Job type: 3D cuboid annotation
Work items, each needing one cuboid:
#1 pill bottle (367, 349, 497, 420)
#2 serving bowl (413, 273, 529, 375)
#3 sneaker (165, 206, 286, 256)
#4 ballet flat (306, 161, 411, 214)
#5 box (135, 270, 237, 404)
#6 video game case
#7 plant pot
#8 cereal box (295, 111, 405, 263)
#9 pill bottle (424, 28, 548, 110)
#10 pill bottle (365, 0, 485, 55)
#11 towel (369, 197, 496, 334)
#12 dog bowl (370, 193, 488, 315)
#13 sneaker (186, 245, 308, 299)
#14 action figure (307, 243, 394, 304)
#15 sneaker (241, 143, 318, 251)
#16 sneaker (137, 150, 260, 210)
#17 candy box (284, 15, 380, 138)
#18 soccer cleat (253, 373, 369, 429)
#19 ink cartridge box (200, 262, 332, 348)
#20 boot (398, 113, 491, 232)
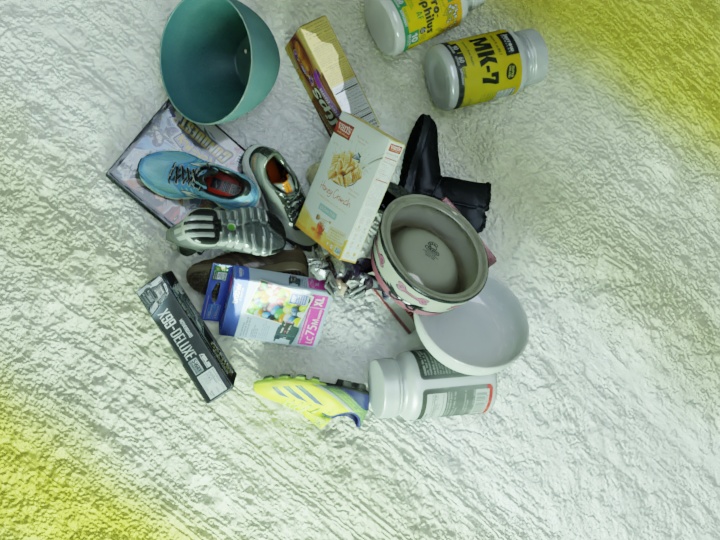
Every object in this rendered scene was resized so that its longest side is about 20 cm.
[{"bbox_3d":[0.118,0.188,1.741,0.196,0.114,0.116,-3,85,-17],"label":"pill bottle"},{"bbox_3d":[0.173,0.092,1.711,0.197,0.066,0.203,11,50,-13],"label":"serving bowl"},{"bbox_3d":[-0.220,-0.057,1.652,0.198,0.114,0.077,8,75,-43],"label":"sneaker"},{"bbox_3d":[0.002,-0.139,1.745,0.197,0.057,0.068,19,93,9],"label":"ballet flat"},{"bbox_3d":[-0.264,0.099,1.608,0.049,0.158,0.202,-32,94,-3],"label":"box"},{"bbox_3d":[-0.280,-0.159,1.700,0.199,0.025,0.182,40,75,-10],"label":"video game case"},{"bbox_3d":[-0.205,-0.337,1.672,0.134,0.198,0.204,-13,88,-54],"label":"plant pot"},{"bbox_3d":[-0.019,-0.132,1.632,0.039,0.143,0.203,13,105,-39],"label":"cereal box"},{"bbox_3d":[0.221,-0.355,1.827,0.197,0.114,0.116,-17,89,-18],"label":"pill bottle"},{"bbox_3d":[0.116,-0.460,1.804,0.198,0.113,0.114,-28,93,-18],"label":"pill bottle"},{"bbox_3d":[0.114,-0.008,1.773,0.199,0.023,0.144,-40,100,5],"label":"towel"},{"bbox_3d":[0.103,-0.018,1.661,0.197,0.074,0.203,17,50,-21],"label":"dog bowl"},{"bbox_3d":[-0.183,-0.003,1.700,0.196,0.071,0.076,0,42,-8],"label":"sneaker"},{"bbox_3d":[0.000,0.000,1.685,0.197,0.069,0.132,8,51,-33],"label":"action figure"},{"bbox_3d":[-0.122,-0.114,1.705,0.074,0.079,0.202,-41,114,-21],"label":"sneaker"},{"bbox_3d":[-0.253,-0.149,1.639,0.196,0.090,0.080,13,81,-1],"label":"sneaker"},{"bbox_3d":[-0.048,-0.307,1.738,0.056,0.117,0.202,-27,93,-17],"label":"candy box"},{"bbox_3d":[-0.079,0.214,1.704,0.197,0.065,0.085,9,84,-16],"label":"soccer cleat"},{"bbox_3d":[-0.151,0.058,1.677,0.196,0.042,0.121,11,124,-14],"label":"ink cartridge box"},{"bbox_3d":[0.150,-0.153,1.806,0.160,0.073,0.202,14,88,-13],"label":"boot"}]
